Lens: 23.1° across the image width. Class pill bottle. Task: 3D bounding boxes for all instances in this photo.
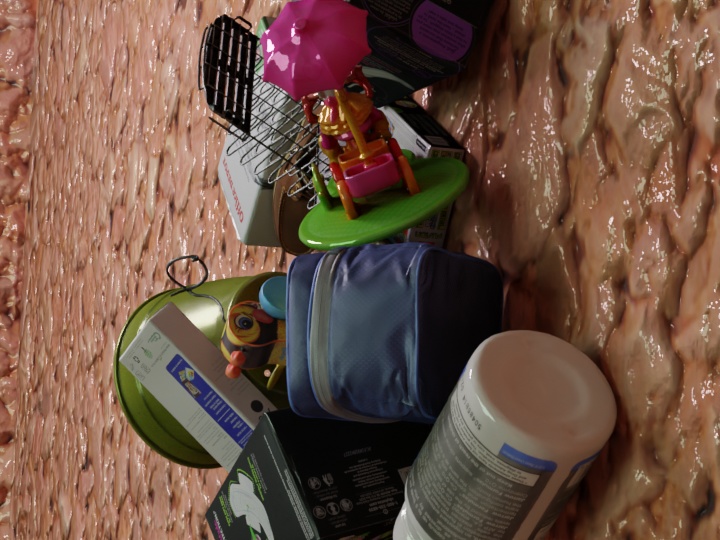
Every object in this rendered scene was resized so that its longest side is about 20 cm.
[{"bbox_3d":[0.099,0.148,1.292,0.200,0.113,0.114,115,151,-42],"label":"pill bottle"}]

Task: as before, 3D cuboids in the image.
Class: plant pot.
[{"bbox_3d":[-0.124,0.087,1.823,0.193,0.200,0.201,-28,59,52],"label":"plant pot"}]

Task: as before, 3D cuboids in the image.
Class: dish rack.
[{"bbox_3d":[-0.074,-0.134,1.584,0.055,0.200,0.154,-36,35,31],"label":"dish rack"}]

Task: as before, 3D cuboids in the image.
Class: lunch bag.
[{"bbox_3d":[0.024,0.052,1.387,0.132,0.200,0.136,-1,82,25],"label":"lunch bag"}]

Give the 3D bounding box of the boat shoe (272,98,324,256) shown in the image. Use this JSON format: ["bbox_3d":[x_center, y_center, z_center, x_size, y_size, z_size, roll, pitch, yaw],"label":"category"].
[{"bbox_3d":[-0.047,-0.094,1.761,0.068,0.072,0.201,-81,9,-57],"label":"boat shoe"}]

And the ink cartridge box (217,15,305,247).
[{"bbox_3d":[-0.080,-0.143,1.863,0.147,0.083,0.200,-111,33,-48],"label":"ink cartridge box"}]

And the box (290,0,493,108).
[{"bbox_3d":[0.022,-0.227,1.523,0.106,0.122,0.200,-67,18,-14],"label":"box"}]

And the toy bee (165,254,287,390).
[{"bbox_3d":[-0.089,0.067,1.666,0.109,0.199,0.131,-82,-12,-46],"label":"toy bee"}]

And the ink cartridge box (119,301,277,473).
[{"bbox_3d":[-0.142,0.129,1.712,0.200,0.039,0.099,47,143,2],"label":"ink cartridge box"}]

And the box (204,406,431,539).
[{"bbox_3d":[-0.027,0.208,1.538,0.125,0.148,0.200,65,148,24],"label":"box"}]

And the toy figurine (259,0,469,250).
[{"bbox_3d":[-0.014,-0.140,1.438,0.200,0.150,0.185,-105,-7,-70],"label":"toy figurine"}]

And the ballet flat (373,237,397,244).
[{"bbox_3d":[0.000,0.000,1.584,0.071,0.065,0.200,49,175,4],"label":"ballet flat"}]

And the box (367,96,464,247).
[{"bbox_3d":[0.035,-0.095,1.620,0.200,0.035,0.110,-127,45,-60],"label":"box"}]
